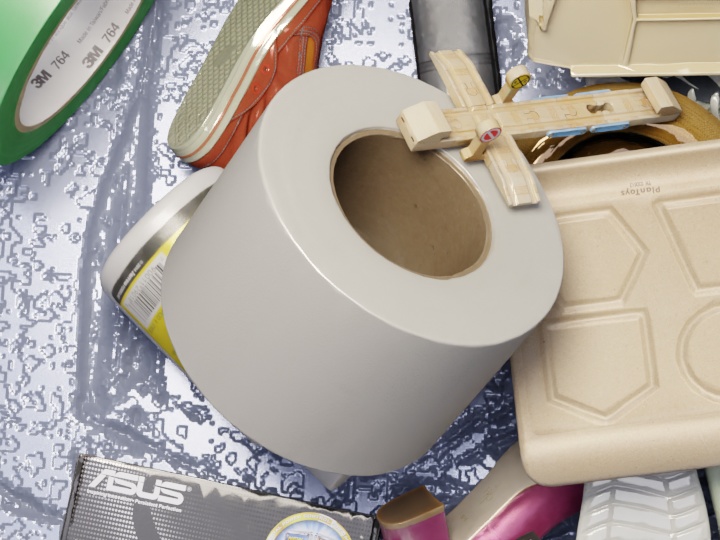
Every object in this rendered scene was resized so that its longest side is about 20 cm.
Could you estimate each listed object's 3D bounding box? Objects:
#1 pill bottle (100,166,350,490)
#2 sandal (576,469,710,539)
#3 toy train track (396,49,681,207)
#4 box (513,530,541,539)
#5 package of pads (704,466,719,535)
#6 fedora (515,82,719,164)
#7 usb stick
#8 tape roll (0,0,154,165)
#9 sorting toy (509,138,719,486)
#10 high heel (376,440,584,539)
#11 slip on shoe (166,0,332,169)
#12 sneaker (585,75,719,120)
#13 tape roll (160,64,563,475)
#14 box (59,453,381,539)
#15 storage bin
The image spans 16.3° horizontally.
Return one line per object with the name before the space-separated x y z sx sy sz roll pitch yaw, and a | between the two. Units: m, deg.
pill bottle | -0.060 0.040 1.584 0.111 0.111 0.200 -44 83 -5
sandal | 0.171 0.132 1.541 0.082 0.050 0.204 -3 86 5
toy train track | 0.113 -0.098 1.496 0.199 0.033 0.115 -8 59 -33
box | 0.069 0.237 1.468 0.158 0.200 0.049 -24 108 -6
package of pads | 0.307 0.111 1.519 0.199 0.068 0.155 -14 85 15
fedora | 0.163 -0.017 1.598 0.199 0.082 0.202 0 88 3
usb stick | 0.068 -0.092 1.641 0.055 0.033 0.201 -6 81 0
tape roll | -0.188 -0.161 1.574 0.048 0.200 0.201 36 83 7
sorting toy | 0.180 0.024 1.513 0.184 0.037 0.201 -7 69 6
high heel | 0.107 0.165 1.597 0.199 0.067 0.096 -22 118 -17
slip on shoe | -0.053 -0.146 1.643 0.061 0.074 0.201 37 75 -28
sneaker | 0.248 -0.090 1.611 0.198 0.080 0.130 -2 72 -9
tape roll | 0.000 0.000 1.473 0.202 0.139 0.203 20 45 -20
box | -0.098 0.215 1.590 0.199 0.044 0.161 12 82 3
storage bin | 0.202 -0.225 1.584 0.197 0.094 0.201 0 49 1
